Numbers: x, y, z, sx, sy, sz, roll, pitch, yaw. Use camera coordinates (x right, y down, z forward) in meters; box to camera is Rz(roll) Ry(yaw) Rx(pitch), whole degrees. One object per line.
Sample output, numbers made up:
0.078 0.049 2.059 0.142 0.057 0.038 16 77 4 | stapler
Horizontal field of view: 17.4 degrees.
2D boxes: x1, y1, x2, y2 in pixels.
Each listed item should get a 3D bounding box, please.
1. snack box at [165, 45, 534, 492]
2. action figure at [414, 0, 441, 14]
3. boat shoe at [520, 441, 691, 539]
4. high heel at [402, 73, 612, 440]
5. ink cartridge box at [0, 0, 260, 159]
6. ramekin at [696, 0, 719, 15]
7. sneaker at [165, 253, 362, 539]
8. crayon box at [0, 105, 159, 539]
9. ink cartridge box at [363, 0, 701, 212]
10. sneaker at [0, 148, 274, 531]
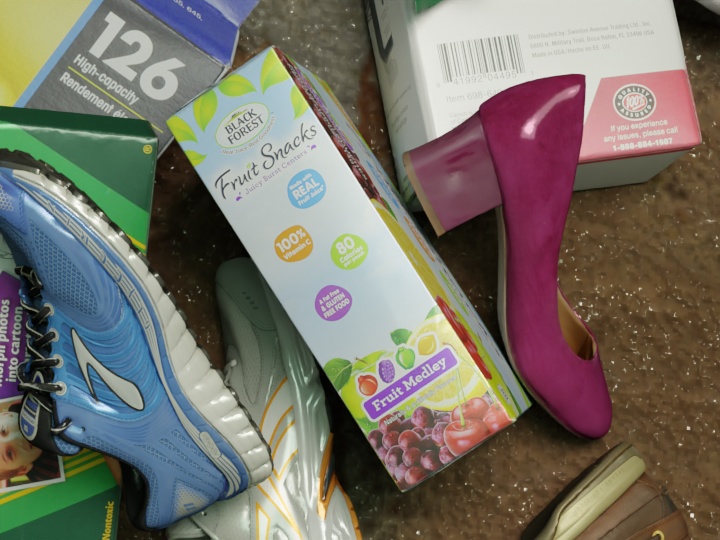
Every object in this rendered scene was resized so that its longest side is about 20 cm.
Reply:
0.000 0.000 1.116 0.067 0.169 0.201 -32 85 6 | snack box
0.024 -0.238 1.134 0.118 0.055 0.201 -33 95 -36 | action figure
0.085 0.172 1.147 0.200 0.072 0.068 -43 86 -19 | boat shoe
0.104 -0.002 1.145 0.096 0.068 0.200 -25 126 12 | high heel
-0.165 -0.122 1.107 0.197 0.047 0.200 34 106 -18 | ink cartridge box
0.230 -0.225 1.172 0.201 0.094 0.204 2 83 -16 | ramekin
-0.056 0.091 1.140 0.091 0.076 0.201 -13 77 -5 | sneaker
-0.191 0.024 1.094 0.171 0.058 0.202 5 102 -11 | crayon box
0.078 -0.142 1.211 0.145 0.085 0.202 -7 80 -14 | ink cartridge box
-0.121 0.036 1.038 0.089 0.079 0.201 -35 110 -8 | sneaker
